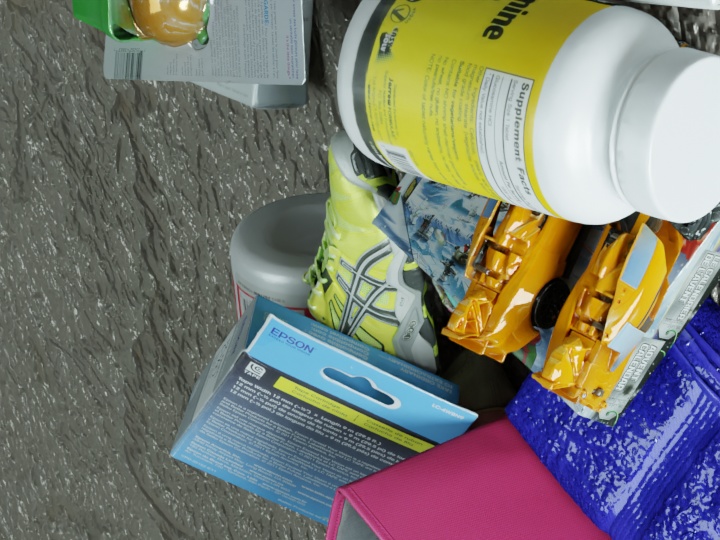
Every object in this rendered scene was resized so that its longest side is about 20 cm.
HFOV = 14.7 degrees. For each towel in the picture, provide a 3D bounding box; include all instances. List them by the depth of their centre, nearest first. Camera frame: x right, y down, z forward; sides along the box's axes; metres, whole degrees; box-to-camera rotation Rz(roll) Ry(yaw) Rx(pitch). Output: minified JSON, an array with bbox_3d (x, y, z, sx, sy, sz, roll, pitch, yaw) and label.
[{"bbox_3d":[0.173,0.095,1.557,0.148,0.050,0.200,-55,54,22],"label":"towel"}]

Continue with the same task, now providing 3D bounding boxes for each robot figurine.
[{"bbox_3d":[0.128,-0.034,1.495,0.145,0.058,0.200,26,93,39],"label":"robot figurine"}]

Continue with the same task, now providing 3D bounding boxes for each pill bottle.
[{"bbox_3d":[0.094,-0.088,1.427,0.200,0.112,0.113,18,126,39],"label":"pill bottle"},{"bbox_3d":[-0.024,0.058,1.871,0.112,0.112,0.200,34,138,46],"label":"pill bottle"}]

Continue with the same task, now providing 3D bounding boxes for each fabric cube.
[{"bbox_3d":[0.107,0.217,1.667,0.196,0.199,0.200,48,146,30],"label":"fabric cube"}]

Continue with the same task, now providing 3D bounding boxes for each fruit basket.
[{"bbox_3d":[-0.101,-0.214,1.794,0.200,0.094,0.185,4,99,41],"label":"fruit basket"}]

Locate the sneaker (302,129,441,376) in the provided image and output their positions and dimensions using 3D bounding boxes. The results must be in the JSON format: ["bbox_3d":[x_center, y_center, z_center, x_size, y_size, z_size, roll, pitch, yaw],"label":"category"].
[{"bbox_3d":[0.000,0.000,1.725,0.075,0.076,0.200,-98,-4,-51],"label":"sneaker"}]

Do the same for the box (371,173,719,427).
[{"bbox_3d":[0.111,-0.025,1.570,0.200,0.040,0.137,44,105,38],"label":"box"}]

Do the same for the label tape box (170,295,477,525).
[{"bbox_3d":[-0.019,0.081,1.736,0.143,0.066,0.200,25,145,-8],"label":"label tape box"}]

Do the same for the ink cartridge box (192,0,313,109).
[{"bbox_3d":[-0.089,-0.222,1.874,0.160,0.047,0.200,26,115,52],"label":"ink cartridge box"}]

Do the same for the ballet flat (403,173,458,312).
[{"bbox_3d":[0.058,-0.066,1.704,0.064,0.076,0.200,-88,-16,-83],"label":"ballet flat"}]

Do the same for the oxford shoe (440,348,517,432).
[{"bbox_3d":[0.060,0.113,1.833,0.200,0.070,0.075,129,136,-56],"label":"oxford shoe"}]

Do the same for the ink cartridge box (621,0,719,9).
[{"bbox_3d":[0.137,-0.217,1.418,0.200,0.084,0.144,17,123,57],"label":"ink cartridge box"}]
